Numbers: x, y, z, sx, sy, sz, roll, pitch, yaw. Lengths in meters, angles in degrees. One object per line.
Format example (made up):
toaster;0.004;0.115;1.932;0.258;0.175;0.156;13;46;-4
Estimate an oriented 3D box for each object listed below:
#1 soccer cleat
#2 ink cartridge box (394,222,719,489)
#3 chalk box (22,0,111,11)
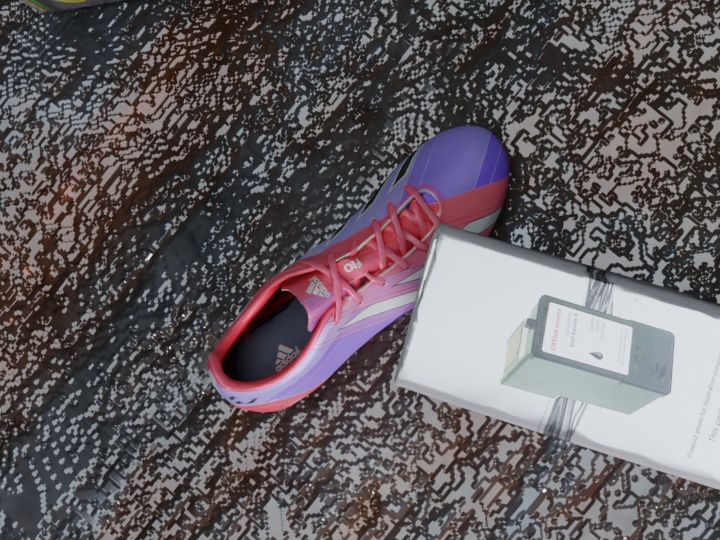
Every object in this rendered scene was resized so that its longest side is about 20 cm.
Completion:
soccer cleat;0.000;0.000;1.130;0.200;0.076;0.067;-43;77;7
ink cartridge box;0.132;0.048;1.057;0.199;0.145;0.084;17;90;15
chalk box;-0.147;-0.219;1.156;0.199;0.124;0.124;-7;83;12
